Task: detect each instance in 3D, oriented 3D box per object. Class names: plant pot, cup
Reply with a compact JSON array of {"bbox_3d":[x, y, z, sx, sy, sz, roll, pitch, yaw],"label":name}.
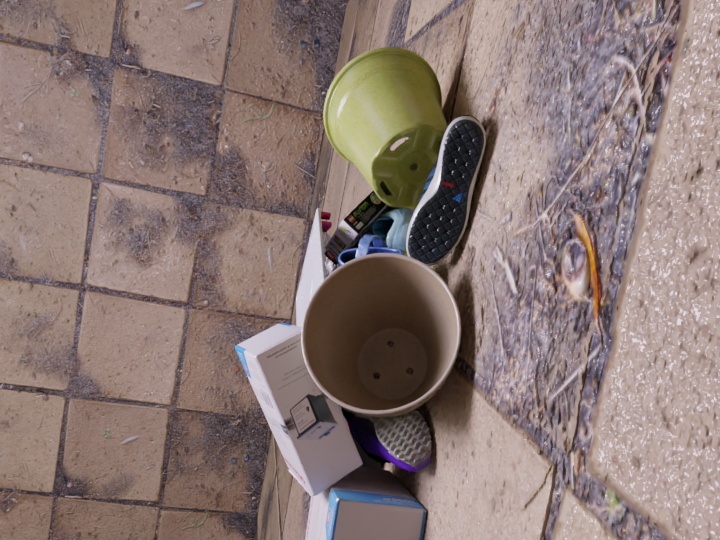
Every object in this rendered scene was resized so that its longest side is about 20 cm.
[{"bbox_3d":[0.057,-0.196,0.895,0.186,0.195,0.204,-110,30,-47],"label":"plant pot"},{"bbox_3d":[0.034,0.102,0.782,0.144,0.195,0.205,69,-158,-61],"label":"cup"}]

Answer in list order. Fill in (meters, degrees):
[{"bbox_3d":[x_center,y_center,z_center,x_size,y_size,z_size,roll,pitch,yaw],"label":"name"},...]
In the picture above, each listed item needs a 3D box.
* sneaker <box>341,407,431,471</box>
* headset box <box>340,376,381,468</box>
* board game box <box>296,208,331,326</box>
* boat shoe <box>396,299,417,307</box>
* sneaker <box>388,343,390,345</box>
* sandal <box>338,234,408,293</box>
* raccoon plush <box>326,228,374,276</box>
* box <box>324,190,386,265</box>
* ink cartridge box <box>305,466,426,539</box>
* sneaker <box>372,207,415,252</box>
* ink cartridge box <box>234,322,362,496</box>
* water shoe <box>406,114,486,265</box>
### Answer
[{"bbox_3d":[0.040,0.237,0.850,0.199,0.068,0.102,28,137,56],"label":"sneaker"},{"bbox_3d":[0.006,0.231,1.029,0.201,0.073,0.152,-106,28,-65],"label":"headset box"},{"bbox_3d":[-0.072,0.040,0.954,0.202,0.025,0.203,-99,20,-50],"label":"board game box"},{"bbox_3d":[0.062,0.018,0.924,0.200,0.073,0.075,-159,85,-72],"label":"boat shoe"},{"bbox_3d":[-0.027,0.122,0.962,0.198,0.094,0.071,-38,23,8],"label":"sneaker"},{"bbox_3d":[0.000,0.000,0.889,0.199,0.086,0.081,-30,29,50],"label":"sandal"},{"bbox_3d":[0.003,-0.037,1.135,0.199,0.097,0.134,-39,-2,-34],"label":"raccoon plush"},{"bbox_3d":[0.021,-0.103,1.024,0.200,0.035,0.110,-48,-2,-35],"label":"box"},{"bbox_3d":[-0.003,0.358,0.841,0.200,0.122,0.132,173,107,-78],"label":"ink cartridge box"},{"bbox_3d":[0.058,-0.081,1.006,0.200,0.080,0.076,-119,41,-73],"label":"sneaker"},{"bbox_3d":[-0.090,0.185,0.837,0.204,0.085,0.146,67,159,-8],"label":"ink cartridge box"},{"bbox_3d":[0.119,-0.103,0.797,0.079,0.070,0.204,-59,-10,-69],"label":"water shoe"}]
